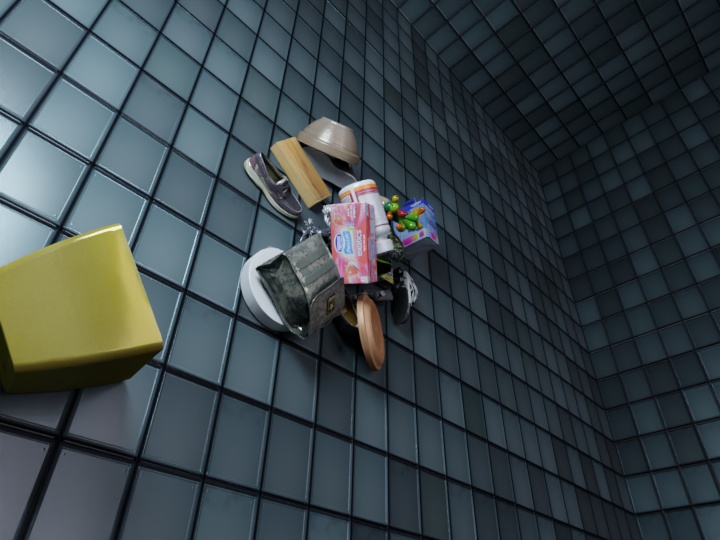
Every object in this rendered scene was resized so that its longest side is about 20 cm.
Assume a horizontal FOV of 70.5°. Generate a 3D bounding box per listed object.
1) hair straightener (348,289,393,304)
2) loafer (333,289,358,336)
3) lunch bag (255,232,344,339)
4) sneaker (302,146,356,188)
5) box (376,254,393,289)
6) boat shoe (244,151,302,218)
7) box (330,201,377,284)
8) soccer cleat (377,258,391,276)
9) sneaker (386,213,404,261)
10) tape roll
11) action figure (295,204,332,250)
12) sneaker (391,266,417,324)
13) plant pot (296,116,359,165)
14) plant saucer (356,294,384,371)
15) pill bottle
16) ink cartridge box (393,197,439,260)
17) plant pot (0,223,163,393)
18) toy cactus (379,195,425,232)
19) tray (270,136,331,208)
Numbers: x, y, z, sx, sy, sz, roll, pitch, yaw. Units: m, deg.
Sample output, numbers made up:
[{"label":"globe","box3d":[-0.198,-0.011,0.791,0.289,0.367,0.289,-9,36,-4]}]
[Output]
[{"label":"hair straightener","box3d":[0.030,0.064,1.447,0.199,0.077,0.041,12,58,-48]},{"label":"loafer","box3d":[-0.054,0.071,1.320,0.072,0.072,0.201,-31,90,-28]},{"label":"lunch bag","box3d":[-0.119,0.039,1.174,0.202,0.117,0.164,63,33,-7]},{"label":"sneaker","box3d":[-0.100,-0.328,1.585,0.199,0.071,0.100,31,25,-22]},{"label":"box","box3d":[0.020,-0.044,1.548,0.199,0.038,0.138,31,43,-36]},{"label":"boat shoe","box3d":[-0.219,-0.224,1.342,0.200,0.064,0.072,49,34,-18]},{"label":"box","box3d":[-0.015,-0.068,1.299,0.103,0.094,0.203,-7,95,-74]},{"label":"soccer cleat","box3d":[0.000,0.000,1.416,0.199,0.081,0.068,-13,101,-38]},{"label":"sneaker","box3d":[0.073,-0.110,1.586,0.085,0.077,0.202,66,0,-70]},{"label":"tape roll","box3d":[-0.193,0.044,1.206,0.202,0.037,0.205,32,43,-35]},{"label":"action figure","box3d":[-0.105,-0.109,1.366,0.200,0.118,0.103,3,64,-65]},{"label":"sneaker","box3d":[0.147,0.086,1.587,0.088,0.074,0.202,33,43,-32]},{"label":"plant pot","box3d":[-0.084,-0.397,1.531,0.199,0.093,0.201,24,12,-5]},{"label":"plant saucer","box3d":[0.031,0.161,1.338,0.200,0.032,0.203,-11,90,-79]},{"label":"pill bottle","box3d":[0.019,-0.138,1.405,0.109,0.109,0.202,-14,85,-55]},{"label":"ink cartridge box","box3d":[0.186,-0.154,1.757,0.076,0.136,0.202,35,41,-40]},{"label":"plant pot","box3d":[-0.433,0.073,0.746,0.175,0.199,0.202,-15,78,-44]},{"label":"toy cactus","box3d":[0.100,-0.178,1.490,0.164,0.103,0.200,37,12,19]},{"label":"tray","box3d":[-0.170,-0.286,1.480,0.201,0.037,0.099,58,34,-6]}]
